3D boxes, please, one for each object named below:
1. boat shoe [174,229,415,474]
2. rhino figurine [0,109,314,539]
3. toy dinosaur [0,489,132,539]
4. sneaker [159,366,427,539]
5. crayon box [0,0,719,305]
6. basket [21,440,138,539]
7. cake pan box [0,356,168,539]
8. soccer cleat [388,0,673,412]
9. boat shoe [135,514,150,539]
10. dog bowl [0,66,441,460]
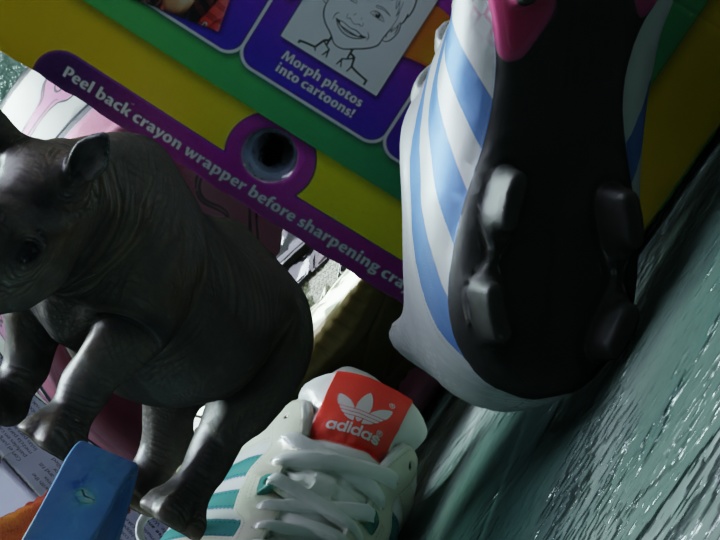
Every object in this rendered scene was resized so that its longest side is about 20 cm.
[{"bbox_3d":[0.000,0.001,1.022,0.201,0.066,0.072,-48,-37,7],"label":"boat shoe"},{"bbox_3d":[-0.071,0.008,0.814,0.088,0.060,0.200,-60,-28,-8],"label":"rhino figurine"},{"bbox_3d":[-0.164,0.099,0.969,0.200,0.105,0.181,-33,-1,4],"label":"toy dinosaur"},{"bbox_3d":[-0.023,0.076,0.910,0.093,0.070,0.200,-63,-1,8],"label":"sneaker"},{"bbox_3d":[0.014,-0.094,0.826,0.173,0.200,0.058,-56,4,21],"label":"crayon box"},{"bbox_3d":[-0.111,0.163,0.765,0.176,0.139,0.200,-60,-5,-53],"label":"basket"},{"bbox_3d":[-0.119,0.039,1.256,0.184,0.200,0.052,-32,-18,-51],"label":"cake pan box"},{"bbox_3d":[0.043,-0.064,0.763,0.086,0.070,0.200,3,80,67],"label":"soccer cleat"},{"bbox_3d":[-0.060,0.128,1.105,0.086,0.075,0.202,-55,-7,7],"label":"boat shoe"},{"bbox_3d":[-0.044,-0.006,1.103,0.200,0.200,0.074,-57,22,12],"label":"dog bowl"}]
